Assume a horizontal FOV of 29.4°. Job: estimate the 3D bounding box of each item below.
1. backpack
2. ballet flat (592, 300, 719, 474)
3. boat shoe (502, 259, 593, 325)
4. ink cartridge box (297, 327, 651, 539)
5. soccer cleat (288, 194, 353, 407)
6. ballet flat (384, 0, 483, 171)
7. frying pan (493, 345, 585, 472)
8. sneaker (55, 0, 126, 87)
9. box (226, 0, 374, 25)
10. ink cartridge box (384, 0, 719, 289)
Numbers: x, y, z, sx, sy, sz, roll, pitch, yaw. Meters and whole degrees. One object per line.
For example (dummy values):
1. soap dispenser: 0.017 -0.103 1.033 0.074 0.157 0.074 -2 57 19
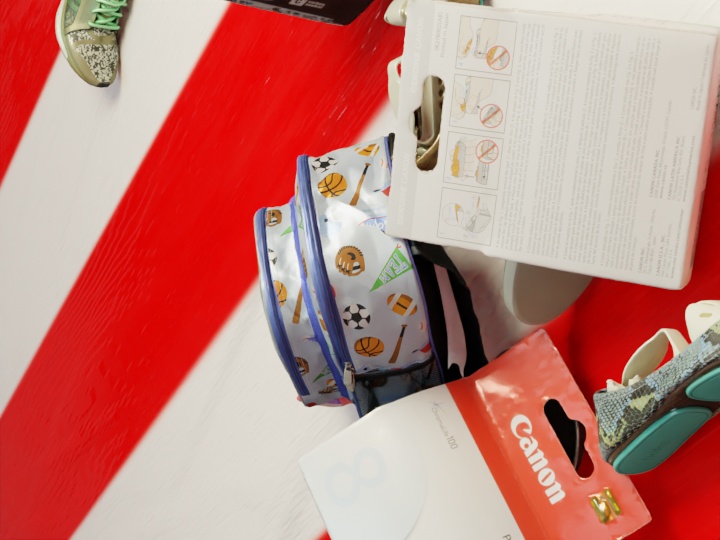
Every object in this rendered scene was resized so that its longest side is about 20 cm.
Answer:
1. backpack: 0.000 0.000 1.008 0.191 0.153 0.201 84 170 -55
2. ballet flat: 0.207 0.057 0.844 0.200 0.074 0.075 -45 57 45
3. boat shoe: 0.135 -0.065 0.945 0.072 0.070 0.202 43 124 58
4. ink cartridge box: 0.072 0.151 0.936 0.199 0.047 0.161 -35 62 15
5. soccer cleat: -0.040 0.021 1.196 0.068 0.073 0.202 -34 66 52
6. ballet flat: 0.052 -0.166 1.043 0.068 0.072 0.202 9 100 56
7. frying pan: 0.117 0.143 1.012 0.115 0.031 0.191 49 134 45
8. sneaker: -0.293 -0.309 1.548 0.088 0.077 0.202 4 98 47
9. box: -0.046 -0.328 1.067 0.164 0.165 0.202 -35 54 53
10. ink cartridge box: 0.123 -0.085 0.879 0.198 0.050 0.162 11 105 20
